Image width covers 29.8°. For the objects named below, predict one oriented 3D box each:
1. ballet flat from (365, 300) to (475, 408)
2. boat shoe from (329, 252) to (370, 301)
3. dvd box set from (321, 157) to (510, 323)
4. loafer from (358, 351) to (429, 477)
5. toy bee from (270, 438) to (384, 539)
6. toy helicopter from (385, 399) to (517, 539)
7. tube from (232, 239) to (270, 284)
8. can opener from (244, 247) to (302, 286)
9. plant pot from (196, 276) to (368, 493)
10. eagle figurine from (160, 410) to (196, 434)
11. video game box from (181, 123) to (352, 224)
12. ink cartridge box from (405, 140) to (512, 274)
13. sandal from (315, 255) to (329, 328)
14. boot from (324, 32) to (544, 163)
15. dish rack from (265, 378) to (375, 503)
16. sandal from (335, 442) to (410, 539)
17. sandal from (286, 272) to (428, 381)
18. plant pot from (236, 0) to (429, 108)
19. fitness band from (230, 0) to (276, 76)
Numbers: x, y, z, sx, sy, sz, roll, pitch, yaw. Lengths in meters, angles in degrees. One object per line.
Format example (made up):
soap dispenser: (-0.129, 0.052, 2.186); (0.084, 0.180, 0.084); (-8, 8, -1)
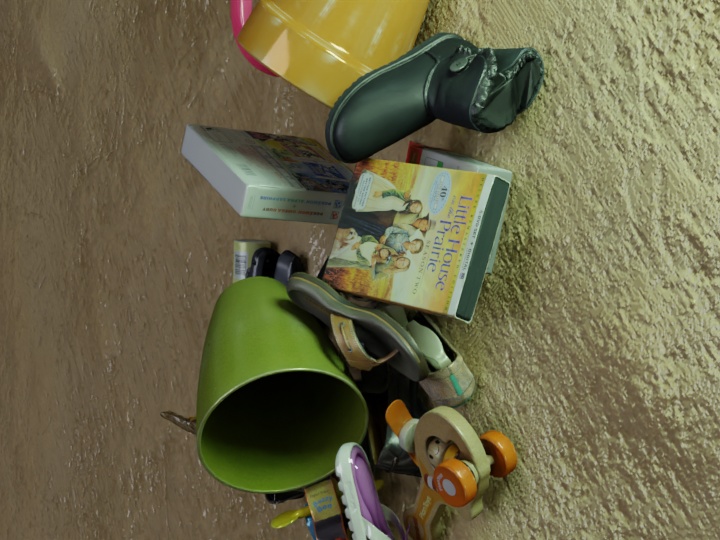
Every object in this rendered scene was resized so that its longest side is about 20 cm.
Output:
ballet flat: (0.057, 0.069, 1.458); (0.200, 0.068, 0.068); (40, 164, 45)
boat shoe: (0.000, 0.000, 1.529); (0.074, 0.062, 0.200); (59, 162, -5)
dvd box set: (0.052, -0.035, 1.383); (0.199, 0.029, 0.148); (13, 85, 46)
loafer: (0.026, 0.135, 1.500); (0.073, 0.072, 0.201); (-57, 41, 38)
toy bee: (-0.024, 0.276, 1.501); (0.131, 0.109, 0.200); (-41, 79, 3)
toy helicopter: (0.073, 0.214, 1.399); (0.132, 0.078, 0.201); (43, 141, 25)
tube: (-0.151, 0.060, 1.827); (0.051, 0.058, 0.203); (5, 94, 16)
can opener: (-0.127, 0.068, 1.766); (0.078, 0.063, 0.203); (27, 109, 55)
plant pot: (-0.103, 0.108, 1.495); (0.188, 0.185, 0.201); (-62, 30, 32)
eagle figurine: (-0.137, 0.125, 1.649); (0.151, 0.201, 0.151); (34, 162, 15)
video game box: (-0.099, -0.116, 1.634); (0.200, 0.180, 0.047); (44, 126, 51)
ink cartridge box: (0.079, -0.075, 1.463); (0.199, 0.050, 0.110); (27, 109, 56)
sandal: (-0.072, 0.056, 1.689); (0.201, 0.045, 0.075); (-63, 31, 30)
boot: (0.074, -0.171, 1.380); (0.168, 0.199, 0.077); (28, 152, 58)
dish rack: (-0.047, 0.203, 1.627); (0.199, 0.054, 0.156); (-12, 76, 57)
sandal: (0.027, 0.278, 1.436); (0.049, 0.082, 0.205); (-17, 103, 22)
sandal: (-0.010, 0.067, 1.409); (0.199, 0.055, 0.082); (31, 157, 28)
plant pot: (-0.011, -0.289, 1.527); (0.184, 0.199, 0.200); (-58, 38, 12)
fitness band: (-0.094, -0.342, 1.691); (0.037, 0.142, 0.203); (-9, 78, 56)
